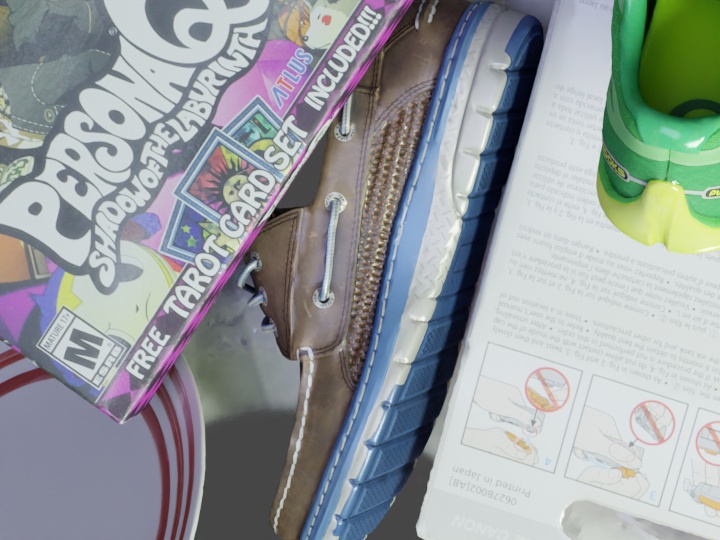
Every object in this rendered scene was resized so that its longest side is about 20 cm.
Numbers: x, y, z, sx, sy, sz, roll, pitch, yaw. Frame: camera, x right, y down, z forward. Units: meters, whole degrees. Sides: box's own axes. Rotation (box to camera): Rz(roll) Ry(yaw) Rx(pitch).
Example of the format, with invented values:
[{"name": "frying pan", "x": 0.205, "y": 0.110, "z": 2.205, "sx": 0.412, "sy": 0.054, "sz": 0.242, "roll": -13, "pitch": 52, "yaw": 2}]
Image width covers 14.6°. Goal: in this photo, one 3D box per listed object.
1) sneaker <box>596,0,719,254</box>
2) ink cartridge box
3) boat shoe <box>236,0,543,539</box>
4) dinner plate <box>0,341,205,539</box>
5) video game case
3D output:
[{"name": "sneaker", "x": 0.121, "y": -0.103, "z": 0.858, "sx": 0.074, "sy": 0.084, "sz": 0.200, "roll": 11, "pitch": 67, "yaw": 9}, {"name": "ink cartridge box", "x": 0.120, "y": 0.015, "z": 0.933, "sx": 0.161, "sy": 0.050, "sz": 0.200, "roll": 17, "pitch": 107, "yaw": 11}, {"name": "boat shoe", "x": 0.000, "y": 0.000, "z": 0.955, "sx": 0.072, "sy": 0.072, "sz": 0.200, "roll": 20, "pitch": 96, "yaw": 15}, {"name": "dinner plate", "x": -0.126, "y": 0.101, "z": 0.968, "sx": 0.200, "sy": 0.200, "sz": 0.024, "roll": -37, "pitch": 133, "yaw": 19}, {"name": "video game case", "x": -0.094, "y": -0.082, "z": 0.915, "sx": 0.181, "sy": 0.036, "sz": 0.200, "roll": 35, "pitch": 100, "yaw": 3}]
